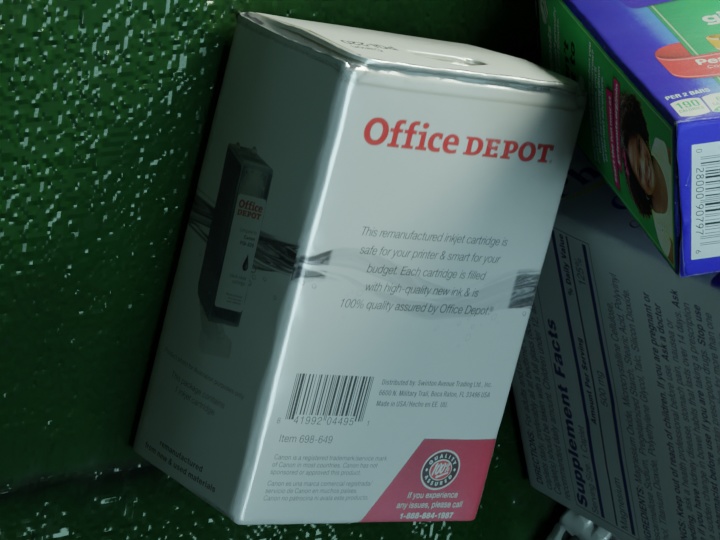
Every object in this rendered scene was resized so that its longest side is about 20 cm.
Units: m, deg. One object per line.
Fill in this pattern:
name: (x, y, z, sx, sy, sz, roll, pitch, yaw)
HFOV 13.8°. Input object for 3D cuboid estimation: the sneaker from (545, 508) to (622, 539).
sneaker: (0.174, 0.120, 1.496, 0.199, 0.075, 0.081, -31, 155, -18)

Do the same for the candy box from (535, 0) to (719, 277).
candy box: (0.182, -0.079, 1.287, 0.168, 0.200, 0.078, -8, 115, -12)

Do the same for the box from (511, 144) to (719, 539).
box: (0.163, 0.039, 1.355, 0.105, 0.200, 0.185, -30, 126, -27)

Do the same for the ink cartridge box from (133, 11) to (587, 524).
ink cartridge box: (0.000, 0.000, 1.275, 0.145, 0.085, 0.201, 4, 107, -43)
